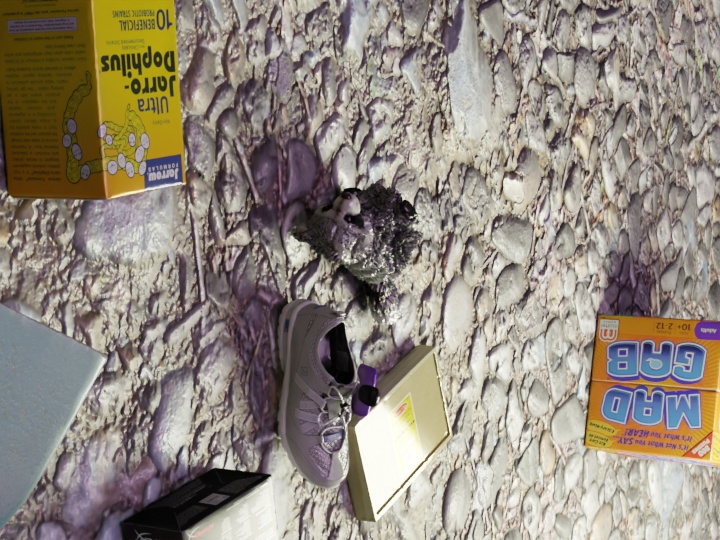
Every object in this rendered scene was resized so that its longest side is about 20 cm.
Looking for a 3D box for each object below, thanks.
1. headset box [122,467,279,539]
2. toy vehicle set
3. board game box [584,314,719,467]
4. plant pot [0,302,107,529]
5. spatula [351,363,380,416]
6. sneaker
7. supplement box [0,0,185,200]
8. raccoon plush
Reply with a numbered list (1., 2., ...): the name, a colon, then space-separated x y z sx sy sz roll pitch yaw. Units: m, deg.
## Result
1. headset box: -0.142 0.310 1.511 0.148 0.074 0.202 -26 114 -55
2. toy vehicle set: 0.043 0.187 1.850 0.200 0.026 0.126 -40 125 -51
3. board game box: 0.476 0.185 2.393 0.199 0.198 0.202 18 76 -57
4. plant pot: -0.334 0.100 1.090 0.196 0.194 0.202 36 72 -54
5. spatula: 0.006 0.131 1.688 0.200 0.020 0.057 151 -49 -87
6. sneaker: -0.039 0.132 1.650 0.074 0.082 0.202 -18 104 -41
7. supplement box: -0.224 -0.164 1.314 0.109 0.109 0.202 -17 107 -57
8. raccoon plush: 0.000 0.000 1.716 0.134 0.096 0.202 -38 124 -42
